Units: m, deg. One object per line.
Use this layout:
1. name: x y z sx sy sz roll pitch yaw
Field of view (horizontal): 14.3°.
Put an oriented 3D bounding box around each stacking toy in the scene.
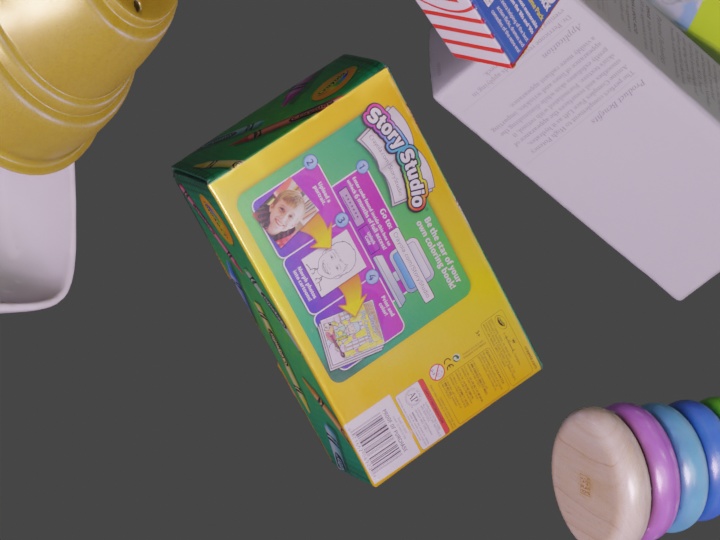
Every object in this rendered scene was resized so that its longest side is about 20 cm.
1. stacking toy: 0.213 0.104 1.647 0.199 0.085 0.086 -10 103 -26

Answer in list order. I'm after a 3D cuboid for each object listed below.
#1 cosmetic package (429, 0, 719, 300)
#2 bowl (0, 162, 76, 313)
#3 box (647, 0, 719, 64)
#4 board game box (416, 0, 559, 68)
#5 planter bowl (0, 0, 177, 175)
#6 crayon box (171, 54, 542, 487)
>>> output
1. cosmetic package: 0.141 -0.084 1.563 0.102 0.074 0.200 -37 120 27
2. bowl: -0.221 -0.075 1.371 0.200 0.074 0.201 12 69 -60
3. box: 0.164 -0.206 1.588 0.200 0.048 0.122 27 87 -26
4. board game box: 0.082 -0.228 1.453 0.200 0.046 0.152 -54 133 -19
5. planter bowl: -0.143 -0.152 1.376 0.200 0.083 0.201 37 46 -52
6. crayon box: 0.000 0.000 1.542 0.119 0.058 0.200 -34 111 -16
